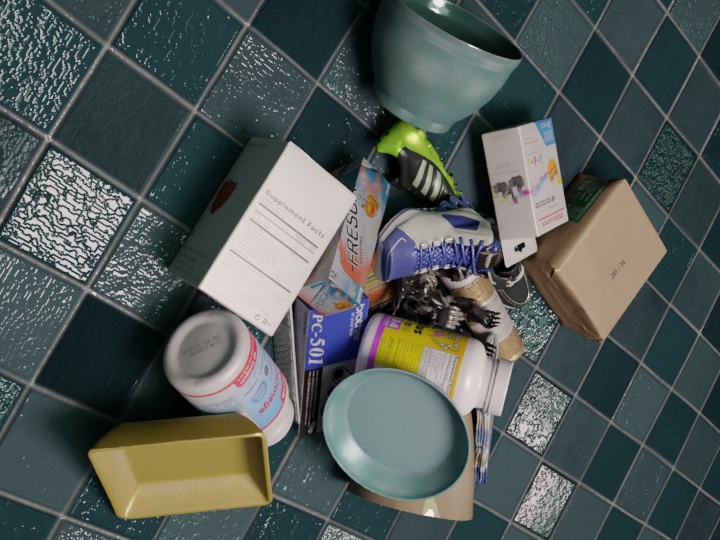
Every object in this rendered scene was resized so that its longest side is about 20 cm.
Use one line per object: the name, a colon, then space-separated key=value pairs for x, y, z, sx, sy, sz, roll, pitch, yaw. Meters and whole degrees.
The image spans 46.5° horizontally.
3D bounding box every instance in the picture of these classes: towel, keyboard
towel: x=0.191 y=0.213 z=1.278 sx=0.148 sy=0.023 sz=0.202 roll=-71 pitch=162 yaw=-45
keyboard: x=-0.102 y=0.102 z=1.118 sx=0.011 sy=0.056 sz=0.204 roll=-11 pitch=107 yaw=-26

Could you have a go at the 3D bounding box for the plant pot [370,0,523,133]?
plant pot: x=0.094 y=-0.266 z=1.095 sx=0.198 sy=0.201 sz=0.135 roll=8 pitch=123 yaw=-34

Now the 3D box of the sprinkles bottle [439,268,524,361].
sprinkles bottle: x=0.187 y=0.058 z=1.290 sx=0.068 sy=0.068 sz=0.201 roll=-42 pitch=120 yaw=-17

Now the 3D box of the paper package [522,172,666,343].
paper package: x=0.382 y=-0.024 z=1.380 sx=0.201 sy=0.103 sz=0.191 roll=-50 pitch=123 yaw=-12

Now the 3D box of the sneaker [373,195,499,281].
sneaker: x=0.119 y=-0.035 z=1.115 sx=0.198 sy=0.115 sz=0.082 roll=-25 pitch=133 yaw=-37

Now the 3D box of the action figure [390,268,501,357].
action figure: x=0.120 y=0.037 z=1.174 sx=0.199 sy=0.101 sz=0.120 roll=36 pitch=62 yaw=-26

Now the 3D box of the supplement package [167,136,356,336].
supplement package: x=-0.122 y=-0.046 z=1.030 sx=0.119 sy=0.121 sz=0.202 roll=36 pitch=80 yaw=-31

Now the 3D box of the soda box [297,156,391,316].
soda box: x=-0.021 y=-0.045 z=1.077 sx=0.063 sy=0.068 sz=0.202 roll=40 pitch=49 yaw=-33

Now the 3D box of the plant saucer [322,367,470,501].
plant saucer: x=0.049 y=0.206 z=1.086 sx=0.036 sy=0.197 sz=0.203 roll=-52 pitch=134 yaw=-60

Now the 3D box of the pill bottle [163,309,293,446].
pill bottle: x=-0.153 y=0.142 z=1.036 sx=0.109 sy=0.108 sz=0.201 roll=-48 pitch=145 yaw=-15

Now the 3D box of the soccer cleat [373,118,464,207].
soccer cleat: x=0.087 y=-0.132 z=1.190 sx=0.080 sy=0.068 sz=0.201 roll=-31 pitch=130 yaw=10

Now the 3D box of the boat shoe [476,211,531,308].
boat shoe: x=0.218 y=-0.008 z=1.300 sx=0.076 sy=0.060 sz=0.200 roll=-52 pitch=123 yaw=-13

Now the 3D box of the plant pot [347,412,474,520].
plant pot: x=0.090 y=0.236 z=1.217 sx=0.185 sy=0.186 sz=0.204 roll=16 pitch=82 yaw=-35

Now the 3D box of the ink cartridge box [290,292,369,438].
ink cartridge box: x=-0.046 y=0.124 z=1.138 sx=0.093 sy=0.044 sz=0.203 roll=-11 pitch=121 yaw=-30

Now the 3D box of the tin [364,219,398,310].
tin: x=0.000 y=0.000 z=1.174 sx=0.198 sy=0.042 sz=0.114 roll=-22 pitch=109 yaw=-28

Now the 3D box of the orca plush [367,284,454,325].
orca plush: x=0.071 y=0.097 z=1.222 sx=0.197 sy=0.071 sz=0.107 roll=-16 pitch=110 yaw=-30

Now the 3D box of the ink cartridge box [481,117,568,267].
ink cartridge box: x=0.251 y=-0.117 z=1.252 sx=0.114 sy=0.067 sz=0.204 roll=-23 pitch=105 yaw=-50

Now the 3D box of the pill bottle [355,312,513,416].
pill bottle: x=0.099 y=0.130 z=1.114 sx=0.104 sy=0.197 sz=0.106 roll=15 pitch=90 yaw=-79

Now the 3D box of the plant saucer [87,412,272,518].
plant saucer: x=-0.209 y=0.231 z=1.011 sx=0.196 sy=0.049 sz=0.201 roll=-5 pitch=143 yaw=-7
